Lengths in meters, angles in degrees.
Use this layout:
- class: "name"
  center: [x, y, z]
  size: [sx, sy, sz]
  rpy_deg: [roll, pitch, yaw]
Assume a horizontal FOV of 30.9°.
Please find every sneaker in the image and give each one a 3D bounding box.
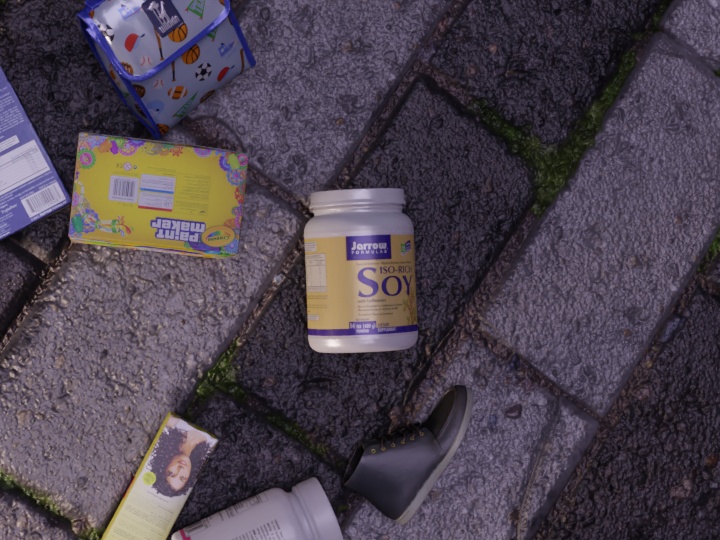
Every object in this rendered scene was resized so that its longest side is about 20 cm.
- class: "sneaker"
  center: [0.064, 0.223, 1.715]
  size: [0.106, 0.075, 0.201]
  rpy_deg: [32, 84, -12]

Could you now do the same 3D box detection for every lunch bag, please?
- class: "lunch bag"
  center: [-0.238, -0.287, 1.585]
  size: [0.170, 0.201, 0.124]
  rpy_deg: [-39, 56, -12]

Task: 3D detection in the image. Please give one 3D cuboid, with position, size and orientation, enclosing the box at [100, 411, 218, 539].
- class: "box"
  center: [-0.260, 0.286, 1.661]
  size: [0.075, 0.050, 0.202]
  rpy_deg: [28, 85, -10]

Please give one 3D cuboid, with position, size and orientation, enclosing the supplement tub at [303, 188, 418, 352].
- class: "supplement tub"
  center: [0.000, 0.000, 1.668]
  size: [0.143, 0.145, 0.203]
  rpy_deg: [-3, 91, -12]

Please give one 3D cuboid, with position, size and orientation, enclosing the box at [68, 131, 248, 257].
- class: "box"
  center: [-0.250, -0.087, 1.593]
  size: [0.197, 0.193, 0.124]
  rpy_deg: [6, 88, -11]

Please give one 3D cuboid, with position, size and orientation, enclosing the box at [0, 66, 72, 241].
- class: "box"
  center: [-0.458, -0.146, 1.631]
  size: [0.120, 0.032, 0.202]
  rpy_deg: [-28, 97, -11]

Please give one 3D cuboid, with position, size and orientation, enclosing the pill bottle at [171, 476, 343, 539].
- class: "pill bottle"
  center: [-0.129, 0.347, 1.655]
  size: [0.198, 0.113, 0.115]
  rpy_deg: [-23, 94, -11]
